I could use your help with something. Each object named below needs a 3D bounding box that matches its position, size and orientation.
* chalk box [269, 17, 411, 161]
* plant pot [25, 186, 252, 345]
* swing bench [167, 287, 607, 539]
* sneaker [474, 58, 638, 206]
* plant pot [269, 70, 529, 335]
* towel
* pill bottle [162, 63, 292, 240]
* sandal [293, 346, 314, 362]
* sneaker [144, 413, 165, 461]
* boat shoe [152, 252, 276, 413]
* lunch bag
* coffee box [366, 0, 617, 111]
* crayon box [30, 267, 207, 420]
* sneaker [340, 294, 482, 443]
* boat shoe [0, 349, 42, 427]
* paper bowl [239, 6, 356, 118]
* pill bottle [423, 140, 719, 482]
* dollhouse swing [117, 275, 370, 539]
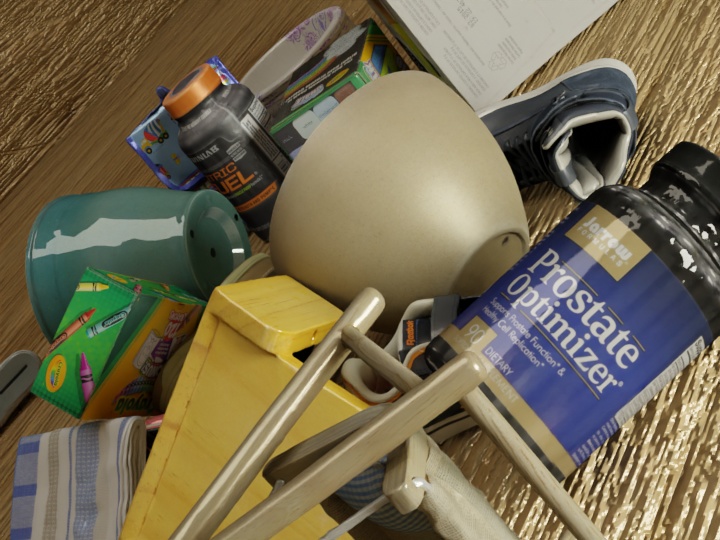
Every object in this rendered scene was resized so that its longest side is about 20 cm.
[{"bbox_3d":[-0.009,-0.160,1.261,0.124,0.124,0.201,-30,26,25],"label":"chalk box"},{"bbox_3d":[-0.227,-0.003,1.261,0.186,0.201,0.201,-12,33,25],"label":"plant pot"},{"bbox_3d":[0.013,0.156,0.529,0.200,0.199,0.130,-44,22,-6],"label":"swing bench"},{"bbox_3d":[0.135,-0.089,0.944,0.201,0.077,0.147,-31,21,23],"label":"sneaker"},{"bbox_3d":[0.048,-0.028,0.872,0.200,0.201,0.134,-45,58,-9],"label":"plant pot"},{"bbox_3d":[-0.250,0.207,1.001,0.199,0.024,0.149,-14,70,43],"label":"towel"},{"bbox_3d":[-0.138,-0.140,1.334,0.106,0.200,0.107,-34,22,16],"label":"pill bottle"},{"bbox_3d":[-0.076,0.045,0.955,0.081,0.057,0.201,-65,-18,3],"label":"sandal"},{"bbox_3d":[-0.199,0.160,1.049,0.199,0.074,0.087,-29,24,30],"label":"sneaker"},{"bbox_3d":[-0.126,0.067,1.127,0.201,0.062,0.074,-55,-19,-39],"label":"boat shoe"},{"bbox_3d":[-0.181,-0.153,1.429,0.150,0.200,0.094,-42,21,-1],"label":"lunch bag"},{"bbox_3d":[0.117,-0.315,1.230,0.200,0.200,0.198,-41,21,3],"label":"coffee box"},{"bbox_3d":[-0.212,0.071,1.073,0.120,0.058,0.200,-65,-15,1],"label":"crayon box"},{"bbox_3d":[0.075,0.054,0.780,0.199,0.080,0.079,-32,23,20],"label":"sneaker"},{"bbox_3d":[-0.496,0.189,1.523,0.200,0.074,0.067,-41,2,-17],"label":"boat shoe"},{"bbox_3d":[-0.072,-0.252,1.560,0.200,0.105,0.201,-34,23,17],"label":"paper bowl"},{"bbox_3d":[0.143,0.023,0.677,0.200,0.112,0.112,-43,22,-1],"label":"pill bottle"},{"bbox_3d":[-0.043,0.135,0.783,0.202,0.174,0.181,-68,-16,10],"label":"dollhouse swing"}]
